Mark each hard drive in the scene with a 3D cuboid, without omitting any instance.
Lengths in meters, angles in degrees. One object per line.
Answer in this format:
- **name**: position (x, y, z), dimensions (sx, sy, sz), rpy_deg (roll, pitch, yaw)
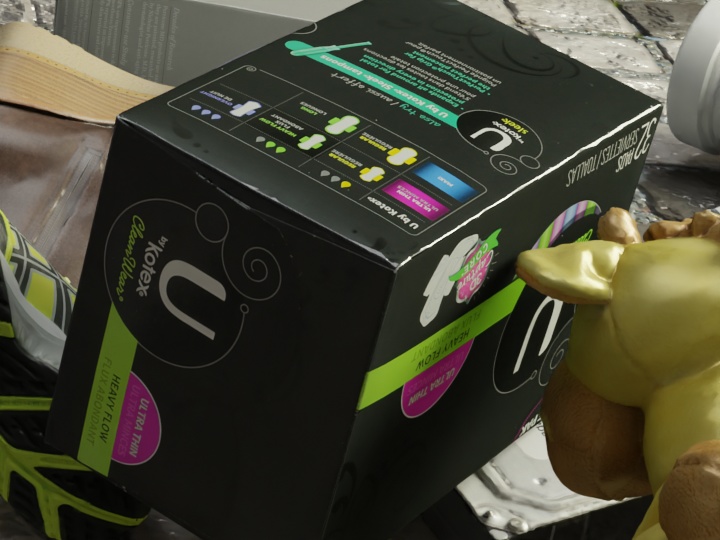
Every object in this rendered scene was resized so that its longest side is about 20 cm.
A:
- **hard drive**: position (0.104, 0.057, 1.064), dimensions (0.200, 0.038, 0.140), rpy_deg (-13, 41, -25)

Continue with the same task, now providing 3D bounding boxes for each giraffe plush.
- **giraffe plush**: position (0.125, 0.057, 0.889), dimensions (0.162, 0.200, 0.173), rpy_deg (50, 6, 33)

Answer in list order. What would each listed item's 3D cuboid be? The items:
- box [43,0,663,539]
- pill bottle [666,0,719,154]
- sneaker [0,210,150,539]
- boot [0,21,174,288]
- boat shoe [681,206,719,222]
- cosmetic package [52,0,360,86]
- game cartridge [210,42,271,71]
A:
- **box**: position (0.000, 0.000, 0.942), dimensions (0.124, 0.149, 0.200), rpy_deg (29, 33, 21)
- **pill bottle**: position (0.283, -0.087, 1.425), dimensions (0.200, 0.116, 0.116), rpy_deg (23, 27, 30)
- **sneaker**: position (-0.149, 0.016, 0.984), dimensions (0.075, 0.200, 0.076), rpy_deg (-30, 14, 15)
- **boot**: position (-0.101, -0.009, 1.105), dimensions (0.200, 0.072, 0.167), rpy_deg (21, 55, -11)
- **boat shoe**: position (0.190, 0.035, 1.168), dimensions (0.068, 0.072, 0.200), rpy_deg (-17, 39, -13)
- **cosmetic package**: position (-0.067, -0.124, 1.424), dimensions (0.200, 0.090, 0.107), rpy_deg (7, 20, 5)
- **game cartridge**: position (-0.002, -0.064, 1.190), dimensions (0.133, 0.041, 0.200), rpy_deg (31, -29, -31)
